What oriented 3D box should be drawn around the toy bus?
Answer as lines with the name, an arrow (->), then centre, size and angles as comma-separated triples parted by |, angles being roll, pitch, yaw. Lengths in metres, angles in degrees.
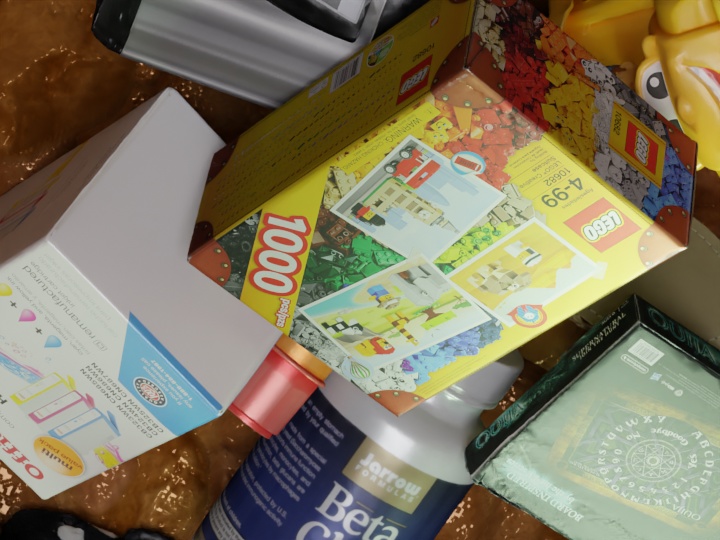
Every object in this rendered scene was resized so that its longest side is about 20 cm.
toy bus -> 0.145, -0.104, 1.436 | 0.191, 0.200, 0.136 | -17, 109, 12

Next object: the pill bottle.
pill bottle -> 0.001, 0.107, 1.539 | 0.111, 0.111, 0.200 | 31, 105, -11

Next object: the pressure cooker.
pressure cooker -> -0.020, -0.166, 1.419 | 0.199, 0.179, 0.176 | 20, 134, -8

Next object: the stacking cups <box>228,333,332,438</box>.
stacking cups -> 0.000, 0.000, 1.489 | 0.060, 0.061, 0.200 | 39, 94, -13

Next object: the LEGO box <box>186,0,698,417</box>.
LEGO box -> 0.039, -0.034, 1.358 | 0.149, 0.077, 0.200 | 37, 132, -24

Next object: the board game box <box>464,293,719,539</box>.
board game box -> 0.172, 0.108, 1.494 | 0.200, 0.028, 0.135 | 33, 119, -25

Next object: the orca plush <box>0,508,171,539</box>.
orca plush -> -0.131, 0.221, 1.594 | 0.105, 0.071, 0.200 | -27, 107, 7

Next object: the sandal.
sandal -> 0.118, -0.010, 1.528 | 0.211, 0.070, 0.078 | 19, 87, 18

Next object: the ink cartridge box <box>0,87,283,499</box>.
ink cartridge box -> -0.139, 0.020, 1.466 | 0.129, 0.125, 0.200 | 46, 140, -13
